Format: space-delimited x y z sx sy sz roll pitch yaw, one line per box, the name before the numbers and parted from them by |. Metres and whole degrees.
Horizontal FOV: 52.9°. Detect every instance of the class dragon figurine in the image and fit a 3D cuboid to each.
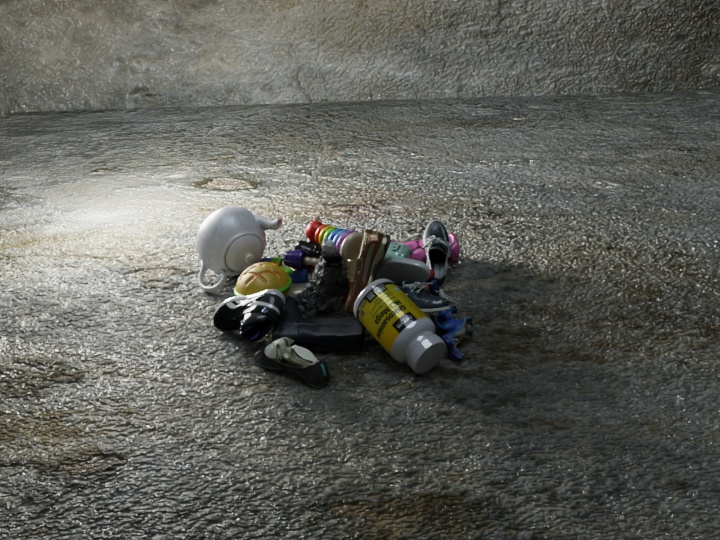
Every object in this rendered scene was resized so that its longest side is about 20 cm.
dragon figurine | 0.181 0.123 1.580 0.099 0.059 0.200 -15 31 -23

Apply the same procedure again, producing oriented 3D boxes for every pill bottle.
pill bottle | 0.084 0.118 1.511 0.112 0.113 0.200 -21 50 -31

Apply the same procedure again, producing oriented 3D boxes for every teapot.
teapot | -0.323 -0.058 1.875 0.196 0.201 0.146 -9 36 -36

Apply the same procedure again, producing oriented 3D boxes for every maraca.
maraca | -0.228 0.029 1.722 0.136 0.108 0.200 -2 20 6

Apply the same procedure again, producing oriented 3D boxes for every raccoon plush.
raccoon plush | -0.105 0.017 1.673 0.134 0.201 0.097 -38 48 -12

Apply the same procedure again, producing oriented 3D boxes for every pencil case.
pencil case | 0.156 -0.051 1.895 0.198 0.091 0.094 -6 62 -8

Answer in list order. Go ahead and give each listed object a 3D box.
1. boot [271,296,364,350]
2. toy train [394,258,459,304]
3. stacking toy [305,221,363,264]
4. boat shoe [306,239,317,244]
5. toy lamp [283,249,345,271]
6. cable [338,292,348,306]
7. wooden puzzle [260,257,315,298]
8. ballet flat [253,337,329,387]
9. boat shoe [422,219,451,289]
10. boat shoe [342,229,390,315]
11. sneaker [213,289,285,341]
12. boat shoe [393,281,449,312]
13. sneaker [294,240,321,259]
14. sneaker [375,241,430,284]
boot | -0.085 0.116 1.617 0.198 0.066 0.165 -3 35 8
toy train | 0.131 0.056 1.698 0.115 0.085 0.200 -24 31 -15
stacking toy | -0.066 -0.079 1.783 0.085 0.086 0.199 -22 32 -31
boat shoe | -0.059 -0.059 1.949 0.198 0.075 0.073 4 28 17
toy lamp | -0.093 -0.017 1.800 0.198 0.059 0.058 8 29 10
cable | 0.004 0.046 1.797 0.096 0.051 0.200 -9 9 28
wooden puzzle | -0.197 0.008 1.865 0.183 0.047 0.200 0 27 5
ballet flat | -0.144 0.178 1.502 0.199 0.069 0.068 15 33 32
boat shoe | 0.190 -0.051 1.807 0.073 0.068 0.201 10 59 2
boat shoe | 0.000 0.000 1.635 0.073 0.201 0.076 25 -11 -4
sneaker | -0.264 0.113 1.600 0.199 0.073 0.112 -21 32 28
boat shoe | 0.115 0.055 1.612 0.074 0.062 0.199 2 4 -42
sneaker | -0.075 -0.044 1.864 0.199 0.083 0.073 22 26 12
sneaker | 0.100 -0.029 1.704 0.199 0.074 0.118 3 41 43
